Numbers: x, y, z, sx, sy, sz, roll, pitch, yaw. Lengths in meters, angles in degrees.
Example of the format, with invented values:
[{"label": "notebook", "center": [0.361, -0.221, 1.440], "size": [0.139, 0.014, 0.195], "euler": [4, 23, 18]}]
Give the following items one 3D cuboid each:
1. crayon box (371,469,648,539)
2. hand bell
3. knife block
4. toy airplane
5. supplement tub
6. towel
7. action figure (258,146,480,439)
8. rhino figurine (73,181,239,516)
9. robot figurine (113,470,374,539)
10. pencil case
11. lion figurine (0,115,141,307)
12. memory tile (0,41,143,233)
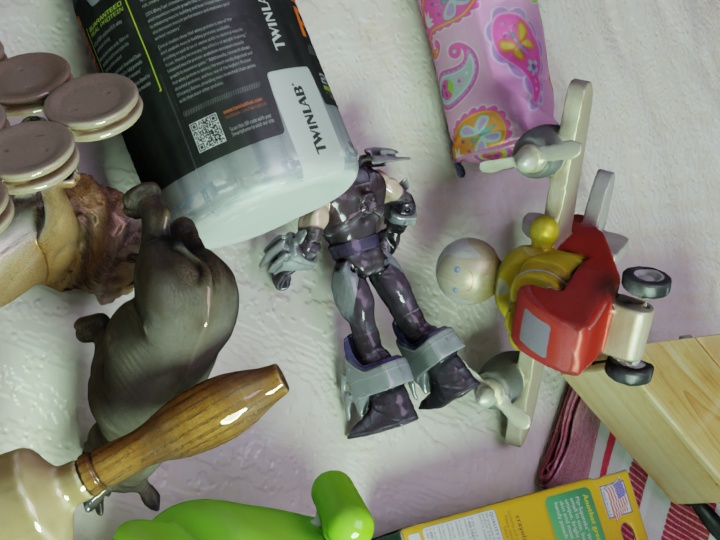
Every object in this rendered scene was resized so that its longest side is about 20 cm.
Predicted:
[{"label": "crayon box", "center": [0.108, 0.214, 1.088], "size": [0.199, 0.052, 0.126], "euler": [-9, 77, -35]}, {"label": "hand bell", "center": [-0.126, 0.098, 0.823], "size": [0.104, 0.199, 0.105], "euler": [-25, 90, -86]}, {"label": "knife block", "center": [0.244, 0.135, 1.211], "size": [0.199, 0.064, 0.177], "euler": [-3, 84, -42]}, {"label": "toy airplane", "center": [0.120, -0.001, 1.106], "size": [0.140, 0.199, 0.201], "euler": [6, 68, -2]}, {"label": "supplement tub", "center": [-0.089, -0.122, 0.954], "size": [0.122, 0.122, 0.201], "euler": [-16, 81, -42]}, {"label": "towel", "center": [0.219, 0.147, 1.243], "size": [0.200, 0.023, 0.145], "euler": [40, 58, -28]}, {"label": "action figure", "center": [0.000, 0.000, 1.057], "size": [0.130, 0.069, 0.201], "euler": [-20, 90, -35]}, {"label": "rhino figurine", "center": [-0.117, 0.058, 0.881], "size": [0.060, 0.201, 0.088], "euler": [1, 38, -32]}, {"label": "robot figurine", "center": [-0.055, 0.191, 0.922], "size": [0.200, 0.116, 0.176], "euler": [21, 96, -47]}, {"label": "pencil case", "center": [0.086, -0.171, 1.160], "size": [0.087, 0.087, 0.201], "euler": [-12, 89, -42]}, {"label": "lion figurine", "center": [-0.196, -0.001, 0.880], "size": [0.199, 0.123, 0.072], "euler": [-28, 58, -26]}, {"label": "memory tile", "center": [-0.217, -0.055, 0.831], "size": [0.200, 0.153, 0.017], "euler": [-45, 140, -38]}]
